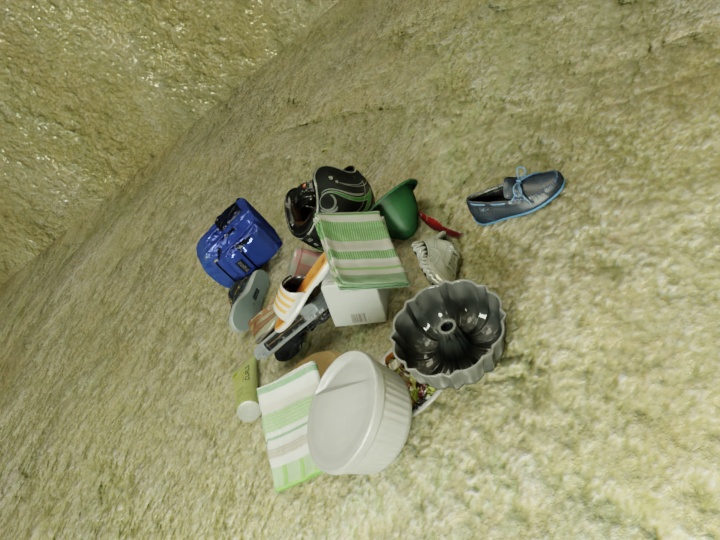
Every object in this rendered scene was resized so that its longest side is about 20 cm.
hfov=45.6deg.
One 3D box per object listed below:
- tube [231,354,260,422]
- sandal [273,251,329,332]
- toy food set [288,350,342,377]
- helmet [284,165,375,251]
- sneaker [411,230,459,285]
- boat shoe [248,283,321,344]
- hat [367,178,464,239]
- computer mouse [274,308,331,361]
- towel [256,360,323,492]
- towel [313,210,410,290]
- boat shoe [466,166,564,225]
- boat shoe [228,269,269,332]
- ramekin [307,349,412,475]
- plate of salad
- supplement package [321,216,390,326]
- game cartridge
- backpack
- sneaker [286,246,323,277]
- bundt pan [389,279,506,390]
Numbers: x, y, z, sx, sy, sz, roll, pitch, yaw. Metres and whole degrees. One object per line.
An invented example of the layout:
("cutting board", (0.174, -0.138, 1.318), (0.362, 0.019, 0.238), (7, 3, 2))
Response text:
("tube", (-0.245, 0.248, 1.831), (0.057, 0.053, 0.200), (-2, 24, -9))
("sandal", (-0.126, 0.028, 1.701), (0.208, 0.059, 0.079), (-54, 17, 19))
("toy food set", (-0.096, 0.241, 1.646), (0.198, 0.049, 0.200), (-13, 41, 43))
("helmet", (-0.058, -0.142, 1.953), (0.199, 0.188, 0.204), (-7, 82, 54))
("sneaker", (0.155, -0.014, 1.642), (0.080, 0.076, 0.201), (-29, 31, 8))
("boat shoe", (-0.173, 0.078, 1.906), (0.199, 0.076, 0.072), (-41, 69, 4))
("hat", (0.111, -0.080, 1.835), (0.165, 0.177, 0.200), (-41, -9, 6))
("computer mouse", (-0.114, 0.138, 1.782), (0.200, 0.034, 0.059), (-40, -2, 40))
("towel", (-0.119, 0.282, 1.555), (0.148, 0.031, 0.203), (-30, 58, 27))
("towel", (-0.001, -0.042, 1.665), (0.024, 0.150, 0.202), (106, 153, -42))
("boat shoe", (0.289, -0.143, 1.632), (0.198, 0.069, 0.085), (-26, 33, 30))
("boat shoe", (-0.289, 0.086, 2.081), (0.090, 0.071, 0.201), (-24, 28, 34))
("ramekin", (0.002, 0.242, 1.420), (0.202, 0.093, 0.205), (-36, 44, 43))
("plate of salad", (0.081, 0.177, 1.504), (0.199, 0.048, 0.201), (-31, 31, 21))
("supplement package", (0.000, 0.000, 1.743), (0.112, 0.111, 0.202), (-6, 41, 15))
("game cartridge", (-0.131, 0.108, 1.807), (0.199, 0.042, 0.133), (-40, 4, 29))
("backpack", (-0.321, -0.057, 2.207), (0.199, 0.163, 0.168), (-41, 32, 3))
("sneaker", (-0.116, -0.002, 1.978), (0.200, 0.103, 0.077), (135, 146, -76))
("bundt pan", (0.153, 0.114, 1.426), (0.199, 0.076, 0.204), (-14, 45, 14))
